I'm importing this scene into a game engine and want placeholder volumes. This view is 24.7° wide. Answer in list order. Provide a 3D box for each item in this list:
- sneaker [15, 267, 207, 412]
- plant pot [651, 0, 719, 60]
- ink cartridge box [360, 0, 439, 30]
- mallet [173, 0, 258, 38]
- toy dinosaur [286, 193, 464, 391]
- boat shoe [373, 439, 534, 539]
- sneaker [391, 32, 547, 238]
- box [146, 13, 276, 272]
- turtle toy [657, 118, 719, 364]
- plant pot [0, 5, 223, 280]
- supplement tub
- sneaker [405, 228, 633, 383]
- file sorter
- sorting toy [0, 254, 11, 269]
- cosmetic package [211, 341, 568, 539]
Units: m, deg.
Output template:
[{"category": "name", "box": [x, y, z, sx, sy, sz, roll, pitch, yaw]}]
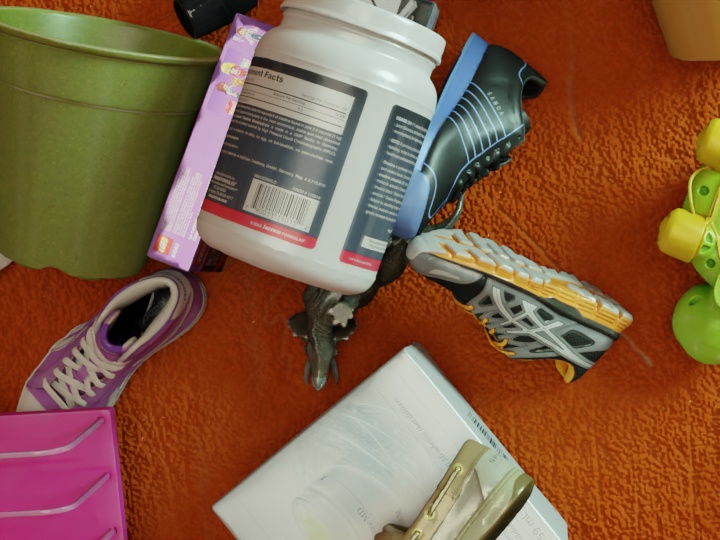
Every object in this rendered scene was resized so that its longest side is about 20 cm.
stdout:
[{"category": "sneaker", "box": [-0.218, 0.070, 1.339, 0.073, 0.114, 0.200, 45, 95, 3]}, {"category": "plant pot", "box": [0.290, -0.262, 1.259, 0.200, 0.200, 0.183, -8, 104, 6]}, {"category": "ink cartridge box", "box": [-0.013, -0.138, 1.352, 0.094, 0.044, 0.200, 21, 92, 8]}, {"category": "mallet", "box": [-0.153, -0.289, 1.374, 0.066, 0.041, 0.200, -23, 78, -13]}, {"category": "toy dinosaur", "box": [0.000, 0.000, 1.331, 0.077, 0.102, 0.200, 38, 87, 6]}, {"category": "boat shoe", "box": [0.042, 0.211, 1.214, 0.066, 0.074, 0.200, 42, 92, 17]}, {"category": "sneaker", "box": [0.085, -0.098, 1.297, 0.078, 0.070, 0.200, 27, 63, -2]}, {"category": "box", "box": [-0.105, -0.096, 1.315, 0.039, 0.137, 0.200, 21, 92, 6]}, {"category": "turtle toy", "box": [0.305, -0.020, 1.288, 0.146, 0.101, 0.200, 24, 93, 6]}, {"category": "plant pot", "box": [-0.219, -0.099, 1.318, 0.200, 0.200, 0.190, 13, 104, 6]}, {"category": "supplement tub", "box": [-0.027, -0.094, 1.212, 0.140, 0.140, 0.200, 20, 92, 6]}, {"category": "sneaker", "box": [0.120, 0.029, 1.297, 0.200, 0.078, 0.077, 24, 105, -20]}, {"category": "file sorter", "box": [-0.267, 0.221, 1.289, 0.139, 0.125, 0.200, -4, 98, 8]}, {"category": "sorting toy", "box": [-0.389, -0.034, 1.379, 0.180, 0.107, 0.200, 40, 94, -14]}, {"category": "cosmetic package", "box": [0.026, 0.197, 1.308, 0.200, 0.123, 0.199, -40, 86, 6]}]
